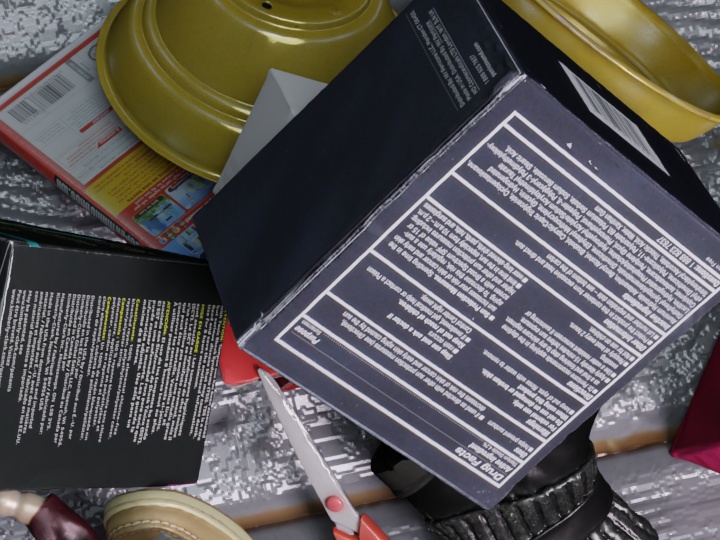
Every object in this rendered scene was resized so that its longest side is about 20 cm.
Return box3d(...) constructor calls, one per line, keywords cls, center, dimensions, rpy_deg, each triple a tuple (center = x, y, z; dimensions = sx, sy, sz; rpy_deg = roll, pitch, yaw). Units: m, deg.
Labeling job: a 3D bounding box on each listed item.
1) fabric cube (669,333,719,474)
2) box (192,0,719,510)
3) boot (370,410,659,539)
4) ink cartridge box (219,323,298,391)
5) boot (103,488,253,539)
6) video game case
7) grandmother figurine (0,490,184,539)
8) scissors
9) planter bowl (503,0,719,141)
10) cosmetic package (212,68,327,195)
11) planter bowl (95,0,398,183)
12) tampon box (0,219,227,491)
box3d(cls="fabric cube", center=(0.327, 0.050, 1.463), dimensions=(0.200, 0.199, 0.196), rpy_deg=(24, 78, -7))
box3d(cls="box", center=(0.056, -0.015, 1.292), dimensions=(0.198, 0.123, 0.200), rpy_deg=(-44, 127, 14))
box3d(cls="boot", center=(0.128, 0.106, 1.435), dimensions=(0.211, 0.079, 0.158), rpy_deg=(-39, 103, 19))
box3d(cls="ink cartridge box", center=(0.000, 0.000, 1.470), dimensions=(0.200, 0.067, 0.116), rpy_deg=(-11, 82, -13))
box3d(cls="boot", center=(-0.090, 0.227, 1.336), dimensions=(0.073, 0.200, 0.155), rpy_deg=(-8, 43, 18))
box3d(cls="video game case", center=(-0.097, -0.070, 1.434), dimensions=(0.200, 0.017, 0.143), rpy_deg=(37, 59, 20))
box3d(cls="grandmother figurine", center=(-0.162, 0.164, 1.243), dimensions=(0.200, 0.061, 0.121), rpy_deg=(-3, 77, -25))
box3d(cls="scissors", center=(-0.013, 0.146, 1.439), dimensions=(0.073, 0.014, 0.200), rpy_deg=(-37, 101, 29))
box3d(cls="planter bowl", center=(0.119, -0.121, 1.474), dimensions=(0.200, 0.200, 0.083), rpy_deg=(37, 108, -4))
box3d(cls="cosmetic package", center=(0.028, -0.043, 1.375), dimensions=(0.200, 0.051, 0.083), rpy_deg=(13, 116, -26))
box3d(cls="planter bowl", center=(-0.046, -0.140, 1.426), dimensions=(0.200, 0.083, 0.200), rpy_deg=(9, 45, -8))
box3d(cls="tampon box", center=(-0.187, 0.039, 1.306), dimensions=(0.150, 0.200, 0.126), rpy_deg=(12, 92, 30))
